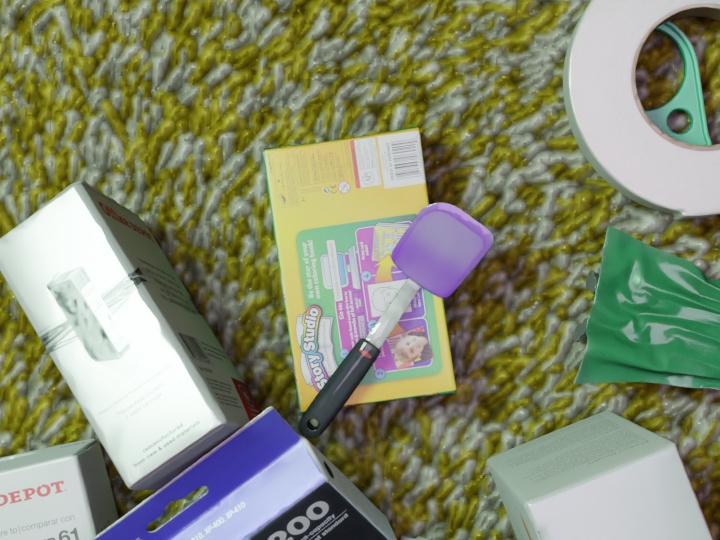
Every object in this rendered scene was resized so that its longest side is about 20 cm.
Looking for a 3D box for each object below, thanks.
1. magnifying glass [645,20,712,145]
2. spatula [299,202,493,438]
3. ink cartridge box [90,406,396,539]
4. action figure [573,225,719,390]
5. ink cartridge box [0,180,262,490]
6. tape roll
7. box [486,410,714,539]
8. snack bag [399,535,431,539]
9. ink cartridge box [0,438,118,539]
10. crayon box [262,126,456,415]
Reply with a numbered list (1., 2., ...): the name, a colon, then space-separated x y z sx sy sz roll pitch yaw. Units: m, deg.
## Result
1. magnifying glass: 0.246 -0.106 1.056 0.079 0.022 0.200 -34 91 2
2. spatula: 0.017 0.039 1.007 0.056 0.021 0.200 36 93 -2
3. ink cartridge box: -0.090 0.209 0.996 0.198 0.200 0.043 -37 48 1
4. action figure: 0.263 0.049 1.042 0.199 0.055 0.119 14 90 -5
5. ink cartridge box: -0.160 0.051 0.993 0.084 0.144 0.200 -33 77 3
6. tape roll: 0.250 -0.139 1.030 0.202 0.037 0.204 0 89 1
7. box: 0.174 0.195 0.972 0.106 0.200 0.153 -21 92 -2
8. snack bag: 0.048 0.290 0.975 0.021 0.188 0.201 23 76 -22
9. ink cartridge box: -0.250 0.241 1.047 0.144 0.085 0.201 -14 89 2
10. crayon box: 0.000 0.000 1.047 0.118 0.058 0.201 -8 91 2
